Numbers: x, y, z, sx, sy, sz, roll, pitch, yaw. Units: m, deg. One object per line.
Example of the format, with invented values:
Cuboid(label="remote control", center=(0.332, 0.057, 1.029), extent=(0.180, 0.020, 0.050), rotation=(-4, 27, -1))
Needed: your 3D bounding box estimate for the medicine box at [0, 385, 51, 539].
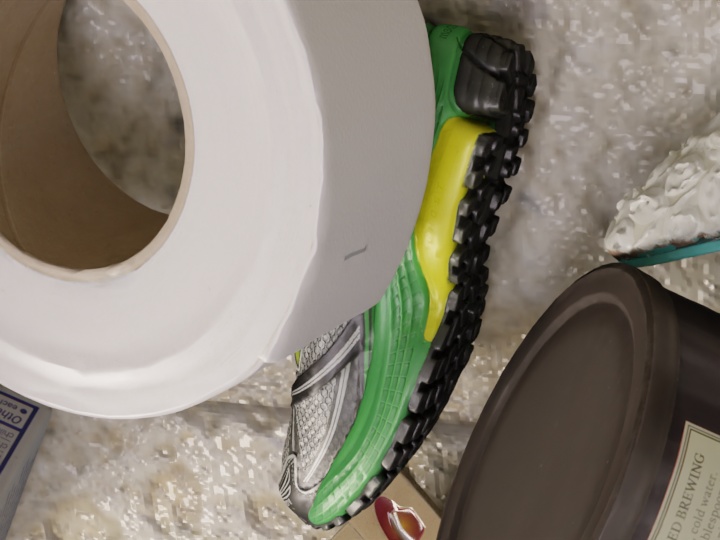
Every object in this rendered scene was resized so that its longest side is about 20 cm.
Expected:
Cuboid(label="medicine box", center=(-0.242, 0.107, 0.896), extent=(0.182, 0.200, 0.103), rotation=(24, 128, 0))

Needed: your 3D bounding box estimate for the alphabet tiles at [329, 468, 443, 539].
Cuboid(label="alphabet tiles", center=(0.031, 0.176, 0.902), extent=(0.166, 0.006, 0.200), rotation=(49, 122, 12))

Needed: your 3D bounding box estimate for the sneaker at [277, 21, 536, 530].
Cuboid(label="sneaker", center=(0.000, 0.000, 0.833), extent=(0.085, 0.078, 0.200), rotation=(20, 118, 14))

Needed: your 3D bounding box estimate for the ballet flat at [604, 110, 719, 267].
Cuboid(label="ballet flat", center=(0.170, -0.049, 0.753), extent=(0.199, 0.072, 0.072), rotation=(-12, 120, 26))

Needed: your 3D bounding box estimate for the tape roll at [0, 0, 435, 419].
Cuboid(label="tape roll", center=(-0.077, -0.056, 0.769), extent=(0.202, 0.071, 0.203), rotation=(11, 111, 29))

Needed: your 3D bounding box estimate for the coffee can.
Cuboid(label="coffee can", center=(0.142, 0.103, 0.787), extent=(0.200, 0.147, 0.146), rotation=(24, 129, -15))
